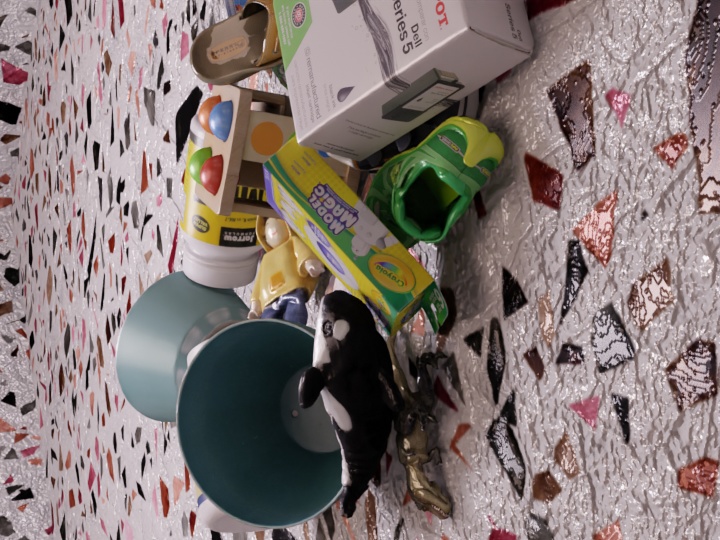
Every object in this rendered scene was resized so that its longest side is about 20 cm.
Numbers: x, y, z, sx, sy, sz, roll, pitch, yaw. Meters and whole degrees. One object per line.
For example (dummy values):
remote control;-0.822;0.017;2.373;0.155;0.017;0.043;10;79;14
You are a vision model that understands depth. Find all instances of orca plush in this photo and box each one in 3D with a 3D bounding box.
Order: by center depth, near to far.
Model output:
orca plush;0.003;0.121;1.049;0.071;0.105;0.202;11;97;47

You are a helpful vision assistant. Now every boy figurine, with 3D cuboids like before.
boy figurine;-0.083;0.008;1.329;0.124;0.064;0.201;-30;49;42

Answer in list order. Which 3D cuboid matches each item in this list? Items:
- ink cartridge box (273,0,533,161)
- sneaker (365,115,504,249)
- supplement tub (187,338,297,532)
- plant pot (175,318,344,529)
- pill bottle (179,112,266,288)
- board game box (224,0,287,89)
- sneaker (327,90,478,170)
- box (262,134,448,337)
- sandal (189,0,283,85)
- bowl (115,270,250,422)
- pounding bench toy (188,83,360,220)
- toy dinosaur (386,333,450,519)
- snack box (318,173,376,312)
ink cartridge box;0.030;-0.202;0.983;0.199;0.084;0.147;-28;63;39
sneaker;0.046;-0.061;1.017;0.084;0.074;0.200;-56;5;-31
supplement tub;-0.124;0.183;1.357;0.145;0.143;0.201;128;136;-55
plant pot;-0.065;0.146;1.202;0.199;0.135;0.202;0;91;23
pill bottle;-0.163;-0.088;1.475;0.114;0.113;0.201;-131;45;-56
board game box;-0.097;-0.273;1.261;0.200;0.061;0.201;57;-159;-64
sneaker;0.031;-0.132;1.075;0.200;0.079;0.079;152;116;-62
box;-0.003;-0.018;1.048;0.200;0.048;0.117;45;169;8
sandal;-0.089;-0.234;1.135;0.199;0.054;0.081;-20;78;25
bowl;-0.194;0.106;1.494;0.105;0.200;0.202;15;105;44
pounding bench toy;-0.103;-0.128;1.262;0.200;0.155;0.125;-144;64;-67
toy dinosaur;0.049;0.122;1.084;0.088;0.047;0.201;117;148;-58
snack box;0.000;0.000;1.212;0.201;0.024;0.072;111;150;-41
